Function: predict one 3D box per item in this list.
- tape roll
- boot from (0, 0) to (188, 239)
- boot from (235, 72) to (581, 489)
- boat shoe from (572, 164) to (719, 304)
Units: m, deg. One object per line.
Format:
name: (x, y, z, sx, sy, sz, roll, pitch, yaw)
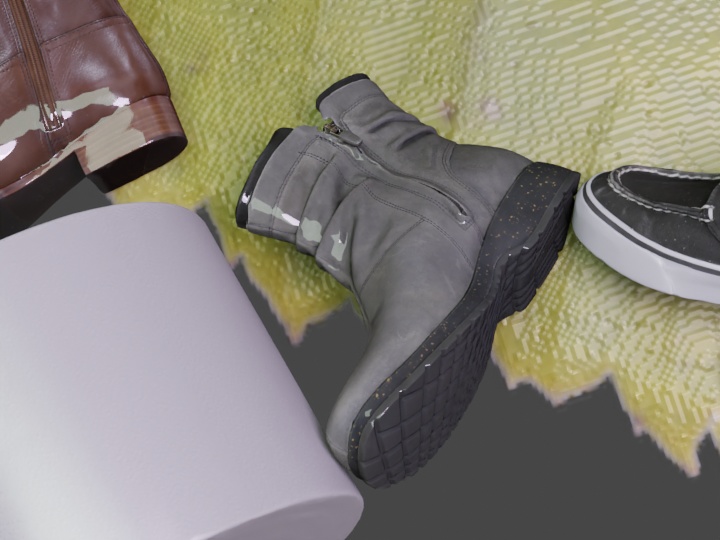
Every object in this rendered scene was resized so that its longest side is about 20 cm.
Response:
tape roll: (-0.117, 0.086, 0.786, 0.202, 0.203, 0.140, -32, 74, 2)
boot: (-0.196, -0.114, 0.918, 0.185, 0.064, 0.202, -22, 77, -8)
boot: (0.000, 0.000, 0.823, 0.130, 0.068, 0.200, 23, 45, 16)
boat shoe: (0.178, -0.020, 0.796, 0.199, 0.071, 0.064, 18, 124, 31)
